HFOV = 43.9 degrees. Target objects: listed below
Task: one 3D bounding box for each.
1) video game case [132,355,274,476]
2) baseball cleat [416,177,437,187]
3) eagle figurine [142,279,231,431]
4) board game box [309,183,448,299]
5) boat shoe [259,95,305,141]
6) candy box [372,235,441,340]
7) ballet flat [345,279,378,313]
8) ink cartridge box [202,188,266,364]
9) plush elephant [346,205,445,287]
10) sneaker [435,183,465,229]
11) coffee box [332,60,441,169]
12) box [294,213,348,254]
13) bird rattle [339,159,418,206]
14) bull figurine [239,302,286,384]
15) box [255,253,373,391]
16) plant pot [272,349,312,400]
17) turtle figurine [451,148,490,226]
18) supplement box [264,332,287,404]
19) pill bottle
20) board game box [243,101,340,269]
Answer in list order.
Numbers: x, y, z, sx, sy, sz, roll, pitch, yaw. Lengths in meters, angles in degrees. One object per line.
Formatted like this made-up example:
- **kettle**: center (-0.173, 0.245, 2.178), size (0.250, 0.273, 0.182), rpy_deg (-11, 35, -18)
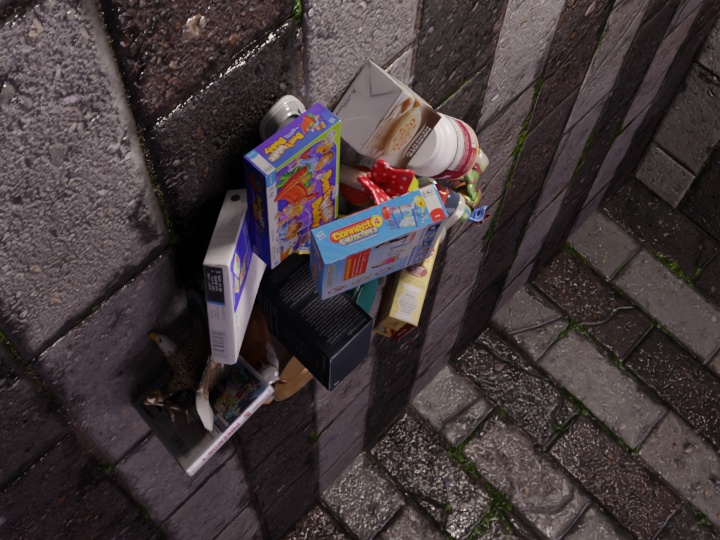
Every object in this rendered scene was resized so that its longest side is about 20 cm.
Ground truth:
- **video game case**: center (-0.254, 0.204, 1.424), size (0.182, 0.199, 0.023), rpy_deg (-45, 134, -12)
- **baseball cleat**: center (0.077, -0.109, 1.800), size (0.199, 0.070, 0.106), rpy_deg (-40, 170, 2)
- **eagle figurine**: center (-0.250, 0.123, 1.350), size (0.150, 0.151, 0.202), rpy_deg (36, 92, -36)
- **board game box**: center (0.022, -0.039, 1.340), size (0.192, 0.057, 0.200), rpy_deg (-21, 166, -10)
- **boat shoe**: center (-0.085, -0.175, 1.241), size (0.075, 0.065, 0.202), rpy_deg (-46, 162, -8)
- **candy box**: center (0.081, 0.004, 1.499), size (0.115, 0.054, 0.204), rpy_deg (133, -24, -69)
- **ballet flat**: center (0.000, 0.000, 1.580), size (0.067, 0.070, 0.203), rpy_deg (-23, 138, -45)
- **ink cartridge box**: center (-0.176, -0.008, 1.276), size (0.201, 0.042, 0.203), rpy_deg (93, 7, -45)
- **plush elephant**: center (0.036, -0.068, 1.642), size (0.166, 0.198, 0.155), rpy_deg (-56, 142, -11)
- **sneaker**: center (0.112, -0.086, 1.732), size (0.201, 0.084, 0.075), rpy_deg (-51, -156, 20)
- **coffee box**: center (0.041, -0.237, 1.395), size (0.115, 0.080, 0.199), rpy_deg (-52, 162, 13)
- **box**: center (-0.077, -0.064, 1.459), size (0.199, 0.063, 0.072), rpy_deg (0, 101, -68)
- **bird rattle**: center (0.014, -0.123, 1.429), size (0.115, 0.160, 0.199), rpy_deg (-70, 160, 3)
- **bull figurine**: center (-0.185, 0.149, 1.506), size (0.064, 0.202, 0.121), rpy_deg (27, 121, -34)
- **box**: center (-0.084, 0.084, 1.563), size (0.107, 0.200, 0.149), rpy_deg (-39, 161, -22)
- **plant pot**: center (-0.106, 0.164, 1.719), size (0.200, 0.027, 0.201), rpy_deg (-45, 161, -20)
- **turtle figurine**: center (0.187, -0.189, 1.869), size (0.195, 0.195, 0.147), rpy_deg (-58, 154, -53)
- **supplement box**: center (-0.166, 0.166, 1.744), size (0.201, 0.073, 0.126), rpy_deg (-52, 163, 8)
- **pill bottle**: center (0.132, -0.223, 1.594), size (0.114, 0.113, 0.199), rpy_deg (-53, 161, 17)
- **board game box**: center (-0.089, -0.110, 1.202), size (0.134, 0.045, 0.202), rpy_deg (-40, 156, -25)
